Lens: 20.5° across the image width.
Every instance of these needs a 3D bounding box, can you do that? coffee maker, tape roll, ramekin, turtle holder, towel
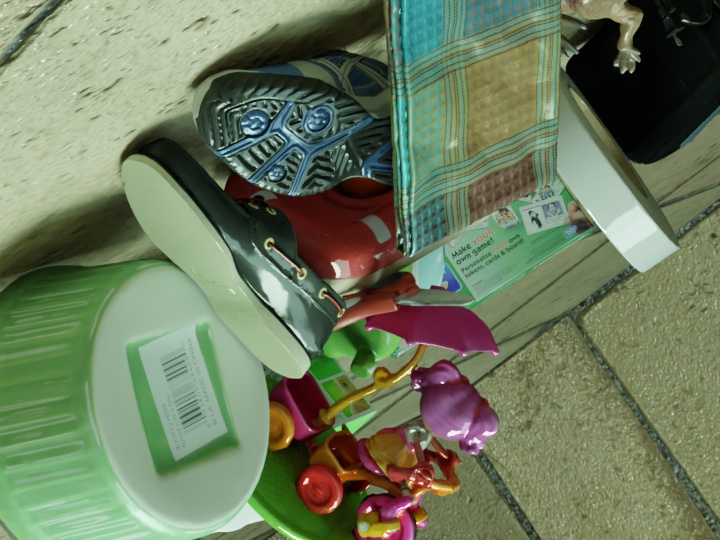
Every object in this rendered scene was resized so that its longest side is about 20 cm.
[{"bbox_3d":[0.253,-0.187,1.592,0.192,0.135,0.200,-4,154,-30],"label":"coffee maker"},{"bbox_3d":[0.175,-0.089,1.532,0.037,0.203,0.203,-36,170,12],"label":"tape roll"},{"bbox_3d":[-0.148,0.087,1.278,0.098,0.200,0.200,-13,-176,35],"label":"ramekin"},{"bbox_3d":[0.006,0.000,1.493,0.141,0.186,0.132,17,-126,46],"label":"turtle holder"},{"bbox_3d":[0.073,-0.120,1.215,0.147,0.022,0.200,-27,128,-34],"label":"towel"}]

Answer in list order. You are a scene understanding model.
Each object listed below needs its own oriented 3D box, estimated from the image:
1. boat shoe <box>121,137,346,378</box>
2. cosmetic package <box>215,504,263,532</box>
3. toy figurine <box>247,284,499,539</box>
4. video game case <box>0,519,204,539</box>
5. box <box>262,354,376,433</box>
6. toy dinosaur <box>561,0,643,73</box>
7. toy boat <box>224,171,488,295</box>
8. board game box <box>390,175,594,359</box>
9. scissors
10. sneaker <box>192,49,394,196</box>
[{"bbox_3d":[-0.078,-0.016,1.248,0.074,0.201,0.063,15,-118,46],"label":"boat shoe"},{"bbox_3d":[-0.141,0.162,1.688,0.113,0.081,0.200,-12,-171,-20],"label":"cosmetic package"},{"bbox_3d":[0.024,0.103,1.370,0.184,0.200,0.150,-41,169,26],"label":"toy figurine"},{"bbox_3d":[-0.201,0.166,1.433,0.182,0.200,0.022,22,98,-37],"label":"video game case"},{"bbox_3d":[-0.113,0.084,1.507,0.097,0.177,0.200,-43,167,26],"label":"box"},{"bbox_3d":[0.167,-0.204,1.308,0.200,0.086,0.135,-44,160,24],"label":"toy dinosaur"},{"bbox_3d":[0.001,-0.076,1.347,0.200,0.131,0.131,-30,140,-21],"label":"toy boat"},{"bbox_3d":[0.075,-0.036,1.661,0.200,0.135,0.029,-32,170,-8],"label":"board game box"},{"bbox_3d":[0.035,0.013,1.291,0.073,0.014,0.200,-31,-171,-32],"label":"scissors"},{"bbox_3d":[-0.026,-0.094,1.218,0.200,0.077,0.076,5,122,-44],"label":"sneaker"}]
